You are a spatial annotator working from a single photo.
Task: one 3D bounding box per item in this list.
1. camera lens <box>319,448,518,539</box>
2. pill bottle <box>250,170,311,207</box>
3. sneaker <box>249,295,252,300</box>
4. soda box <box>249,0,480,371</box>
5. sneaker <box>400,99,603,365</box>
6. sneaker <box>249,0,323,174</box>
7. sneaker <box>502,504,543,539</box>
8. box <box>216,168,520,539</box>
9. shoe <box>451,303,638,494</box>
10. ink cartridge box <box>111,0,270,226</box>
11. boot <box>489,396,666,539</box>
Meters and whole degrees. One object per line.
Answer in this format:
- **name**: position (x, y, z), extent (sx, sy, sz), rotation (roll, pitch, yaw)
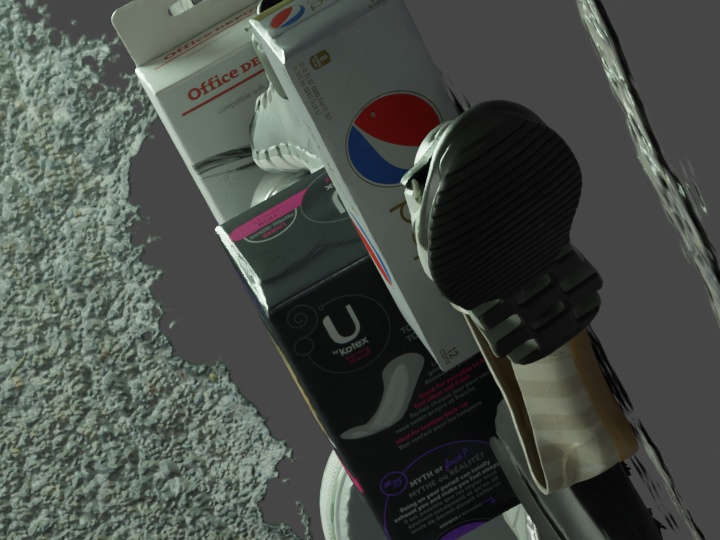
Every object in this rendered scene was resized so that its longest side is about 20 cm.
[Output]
- **camera lens**: position (0.055, 0.157, 1.783), extent (0.160, 0.160, 0.200), rotation (60, 176, 0)
- **pill bottle**: position (0.000, 0.000, 1.686), extent (0.114, 0.114, 0.200), rotation (62, 177, -29)
- **sneaker**: position (-0.004, 0.016, 1.844), extent (0.071, 0.099, 0.200), rotation (50, -171, 21)
- **soda box**: position (0.021, -0.052, 1.345), extent (0.200, 0.068, 0.064), rotation (62, 176, -32)
- **sneaker**: position (0.046, -0.032, 1.122), extent (0.089, 0.074, 0.200), rotation (57, 175, 23)
- **sneaker**: position (-0.035, -0.120, 1.667), extent (0.116, 0.075, 0.200), rotation (66, 165, -15)
- **sneaker**: position (0.137, 0.193, 1.600), extent (0.200, 0.075, 0.100), rotation (61, 177, -19)
- **box**: position (0.023, 0.043, 1.511), extent (0.200, 0.122, 0.106), rotation (63, 176, -34)
- **shoe**: position (0.077, 0.028, 1.313), extent (0.200, 0.053, 0.070), rotation (62, 176, -29)
- **ink cartridge box**: position (-0.070, -0.106, 1.806), extent (0.200, 0.116, 0.067), rotation (62, 176, -26)
- **boot**: position (0.128, 0.172, 1.444), extent (0.200, 0.066, 0.165), rotation (55, 150, 20)
